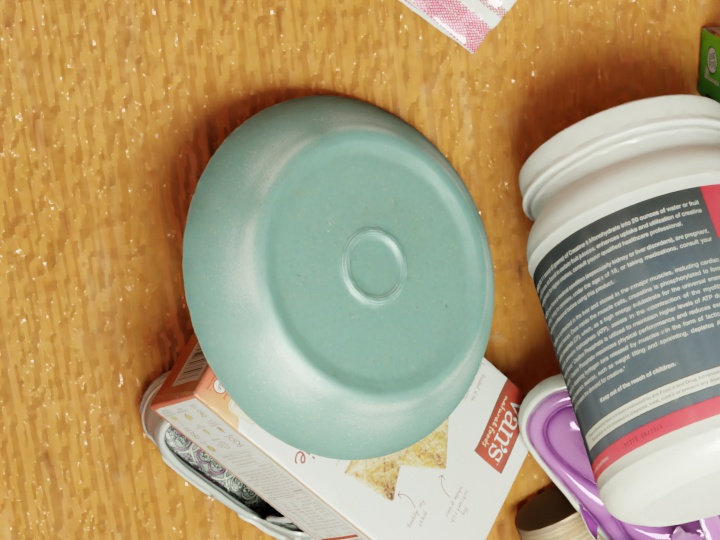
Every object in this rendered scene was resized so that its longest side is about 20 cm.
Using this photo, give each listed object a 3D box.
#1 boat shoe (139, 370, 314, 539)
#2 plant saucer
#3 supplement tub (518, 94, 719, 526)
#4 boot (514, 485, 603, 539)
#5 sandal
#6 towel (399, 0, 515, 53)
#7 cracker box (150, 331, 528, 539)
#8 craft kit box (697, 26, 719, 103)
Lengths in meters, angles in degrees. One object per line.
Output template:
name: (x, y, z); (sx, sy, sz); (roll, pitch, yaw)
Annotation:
boat shoe: (-0.040, 0.127, 1.096); (0.200, 0.069, 0.072); (41, 99, -20)
plant saucer: (0.000, 0.000, 1.016); (0.198, 0.036, 0.202); (7, 77, -32)
supplement tub: (0.170, 0.023, 1.011); (0.139, 0.141, 0.202); (-14, 69, -4)
boot: (0.208, 0.176, 1.158); (0.199, 0.074, 0.156); (-24, 112, 12)
sandal: (0.168, 0.142, 1.077); (0.202, 0.050, 0.083); (38, 111, -10)
towel: (0.067, -0.235, 1.005); (0.146, 0.030, 0.201); (34, 101, -20)
cracker box: (-0.002, 0.078, 1.056); (0.200, 0.058, 0.135); (41, 60, -21)
craft kit box: (0.305, -0.094, 1.006); (0.198, 0.198, 0.049); (-3, 111, -9)
